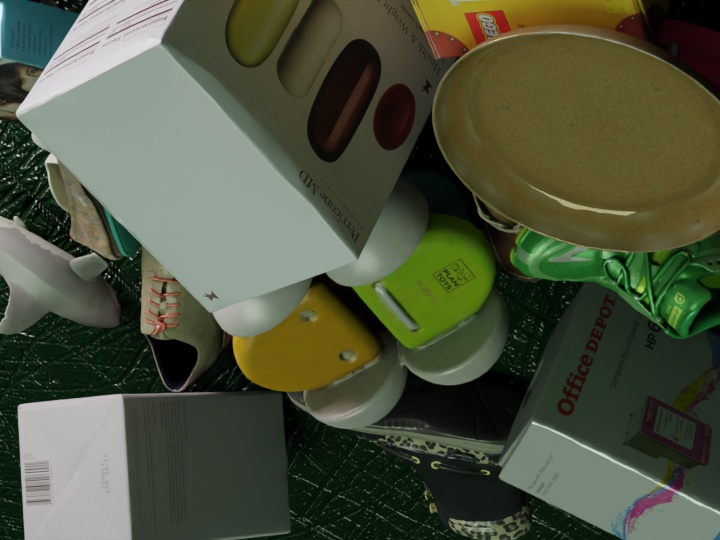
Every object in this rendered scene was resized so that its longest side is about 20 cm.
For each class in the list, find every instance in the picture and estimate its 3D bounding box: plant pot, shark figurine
[{"bbox_3d":[0.142,-0.083,1.272,0.198,0.028,0.201,14,146,9],"label":"plant pot"},{"bbox_3d":[-0.285,0.002,1.662,0.213,0.090,0.128,29,165,-11],"label":"shark figurine"}]

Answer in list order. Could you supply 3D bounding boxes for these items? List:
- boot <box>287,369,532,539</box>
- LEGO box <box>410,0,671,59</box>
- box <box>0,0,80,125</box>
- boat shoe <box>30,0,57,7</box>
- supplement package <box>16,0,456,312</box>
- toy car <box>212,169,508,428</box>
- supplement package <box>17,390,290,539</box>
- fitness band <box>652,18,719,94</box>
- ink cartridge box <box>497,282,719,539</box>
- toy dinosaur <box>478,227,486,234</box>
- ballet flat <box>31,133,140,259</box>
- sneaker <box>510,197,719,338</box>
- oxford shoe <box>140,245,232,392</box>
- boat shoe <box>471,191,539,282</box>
[{"bbox_3d":[0.043,0.143,1.671,0.202,0.074,0.154,11,143,21],"label":"boot"},{"bbox_3d":[0.086,-0.225,1.213,0.148,0.078,0.201,0,135,30],"label":"LEGO box"},{"bbox_3d":[-0.172,-0.126,1.428,0.198,0.050,0.082,12,152,-32],"label":"box"},{"bbox_3d":[-0.245,-0.194,1.460,0.075,0.092,0.201,46,122,24],"label":"boat shoe"},{"bbox_3d":[-0.072,-0.122,1.325,0.146,0.201,0.191,-18,125,43],"label":"supplement package"},{"bbox_3d":[0.000,0.000,1.456,0.199,0.151,0.175,-25,130,22],"label":"toy car"},{"bbox_3d":[-0.164,0.162,1.691,0.119,0.123,0.199,-8,173,36],"label":"supplement package"},{"bbox_3d":[0.209,-0.090,1.300,0.198,0.038,0.144,21,150,-12],"label":"fitness band"},{"bbox_3d":[0.215,0.115,1.476,0.198,0.145,0.085,25,143,2],"label":"ink cartridge box"},{"bbox_3d":[0.024,0.009,1.554,0.105,0.061,0.201,2,143,-21],"label":"toy dinosaur"},{"bbox_3d":[-0.209,-0.084,1.561,0.067,0.068,0.201,20,141,20],"label":"ballet flat"},{"bbox_3d":[0.198,-0.004,1.368,0.198,0.084,0.074,6,137,-3],"label":"sneaker"},{"bbox_3d":[-0.139,0.015,1.624,0.070,0.075,0.201,11,139,20],"label":"oxford shoe"},{"bbox_3d":[0.100,-0.060,1.401,0.075,0.072,0.201,10,139,20],"label":"boat shoe"}]
